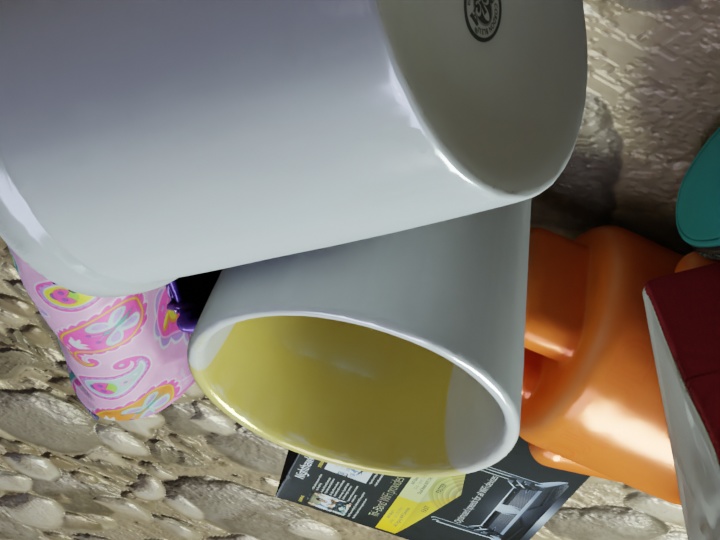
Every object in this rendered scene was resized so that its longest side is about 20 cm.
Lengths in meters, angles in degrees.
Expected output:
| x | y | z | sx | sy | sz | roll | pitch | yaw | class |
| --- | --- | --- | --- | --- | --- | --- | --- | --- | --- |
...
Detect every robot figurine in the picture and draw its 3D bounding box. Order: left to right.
| x | y | z | sx | sy | sz | roll | pitch | yaw | class |
| --- | --- | --- | --- | --- | --- | --- | --- | --- | --- |
| 0.150 | 0.052 | 0.956 | 0.199 | 0.145 | 0.117 | 23 | -170 | -15 | robot figurine |

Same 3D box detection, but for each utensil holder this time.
| x | y | z | sx | sy | sz | roll | pitch | yaw | class |
| --- | --- | --- | --- | --- | --- | --- | --- | --- | --- |
| -0.034 | -0.086 | 0.749 | 0.199 | 0.171 | 0.170 | -9 | 143 | 33 | utensil holder |

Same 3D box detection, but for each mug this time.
| x | y | z | sx | sy | sz | roll | pitch | yaw | class |
| --- | --- | --- | --- | --- | --- | --- | --- | --- | --- |
| -0.001 | -0.005 | 0.887 | 0.186 | 0.154 | 0.149 | -12 | 142 | 40 | mug |

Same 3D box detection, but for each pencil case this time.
| x | y | z | sx | sy | sz | roll | pitch | yaw | class |
| --- | --- | --- | --- | --- | --- | --- | --- | --- | --- |
| -0.140 | 0.005 | 1.042 | 0.087 | 0.088 | 0.200 | 9 | 152 | 10 | pencil case |

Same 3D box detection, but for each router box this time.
| x | y | z | sx | sy | sz | roll | pitch | yaw | class |
| --- | --- | --- | --- | --- | --- | --- | --- | --- | --- |
| 0.046 | 0.104 | 1.157 | 0.156 | 0.053 | 0.200 | 19 | 151 | -6 | router box |

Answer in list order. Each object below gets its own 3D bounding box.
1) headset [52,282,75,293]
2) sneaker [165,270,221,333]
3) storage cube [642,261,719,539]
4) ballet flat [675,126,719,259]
| x | y | z | sx | sy | sz | roll | pitch | yaw | class |
| --- | --- | --- | --- | --- | --- | --- | --- | --- | --- |
| -0.193 | -0.074 | 0.904 | 0.199 | 0.094 | 0.124 | 36 | 138 | -8 | headset |
| -0.073 | 0.008 | 1.016 | 0.080 | 0.084 | 0.200 | 4 | 150 | 19 | sneaker |
| 0.234 | 0.097 | 0.824 | 0.178 | 0.171 | 0.201 | -13 | 117 | 2 | storage cube |
| 0.198 | -0.060 | 0.800 | 0.075 | 0.068 | 0.200 | 3 | 151 | -12 | ballet flat |
